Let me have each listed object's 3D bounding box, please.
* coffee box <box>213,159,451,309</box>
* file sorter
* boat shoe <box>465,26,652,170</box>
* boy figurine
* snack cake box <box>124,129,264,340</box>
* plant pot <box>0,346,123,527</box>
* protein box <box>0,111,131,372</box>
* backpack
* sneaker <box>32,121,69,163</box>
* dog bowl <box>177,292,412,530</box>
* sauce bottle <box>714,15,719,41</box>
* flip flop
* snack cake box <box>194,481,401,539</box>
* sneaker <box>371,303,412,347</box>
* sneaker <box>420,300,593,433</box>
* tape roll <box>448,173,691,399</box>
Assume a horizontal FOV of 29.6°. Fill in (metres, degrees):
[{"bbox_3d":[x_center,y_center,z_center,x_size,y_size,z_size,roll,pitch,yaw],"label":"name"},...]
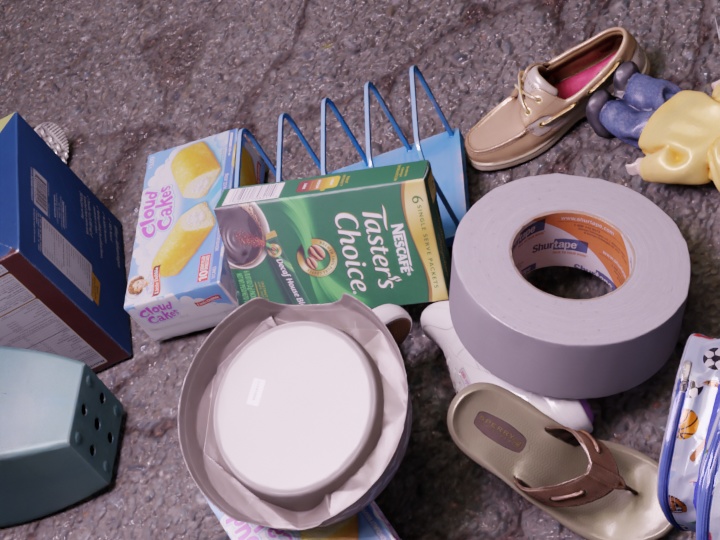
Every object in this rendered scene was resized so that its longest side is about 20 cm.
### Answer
[{"bbox_3d":[-0.023,-0.024,1.218,0.197,0.125,0.044,-6,25,14],"label":"coffee box"},{"bbox_3d":[-0.010,-0.088,1.296,0.197,0.123,0.140,-18,45,18],"label":"file sorter"},{"bbox_3d":[0.181,-0.171,1.313,0.198,0.069,0.074,-31,48,9],"label":"boat shoe"},{"bbox_3d":[0.298,-0.123,1.215,0.125,0.065,0.199,-47,48,-9],"label":"boy figurine"},{"bbox_3d":[-0.170,-0.038,1.414,0.113,0.067,0.202,-13,51,20],"label":"snack cake box"},{"bbox_3d":[-0.344,0.162,1.338,0.197,0.142,0.143,-7,54,16],"label":"plant pot"},{"bbox_3d":[-0.351,-0.010,1.417,0.133,0.200,0.200,-24,48,12],"label":"protein box"},{"bbox_3d":[0.290,0.139,0.952,0.152,0.200,0.193,-2,63,35],"label":"backpack"},{"bbox_3d":[-0.422,-0.083,1.610,0.098,0.070,0.202,-3,52,36],"label":"sneaker"},{"bbox_3d":[-0.048,0.116,1.107,0.197,0.059,0.203,-8,66,17],"label":"dog bowl"},{"bbox_3d":[0.422,-0.244,1.231,0.197,0.065,0.065,-16,51,19],"label":"sauce bottle"},{"bbox_3d":[0.157,0.150,1.061,0.198,0.058,0.082,30,84,10],"label":"flip flop"},{"bbox_3d":[-0.040,0.220,1.133,0.115,0.067,0.201,-38,59,-1],"label":"snack cake box"},{"bbox_3d":[-0.051,0.073,1.202,0.199,0.073,0.085,-33,60,6],"label":"sneaker"},{"bbox_3d":[0.103,0.097,1.160,0.100,0.075,0.200,-44,47,-7],"label":"sneaker"},{"bbox_3d":[0.173,0.009,1.136,0.197,0.067,0.202,0,46,0],"label":"tape roll"}]
